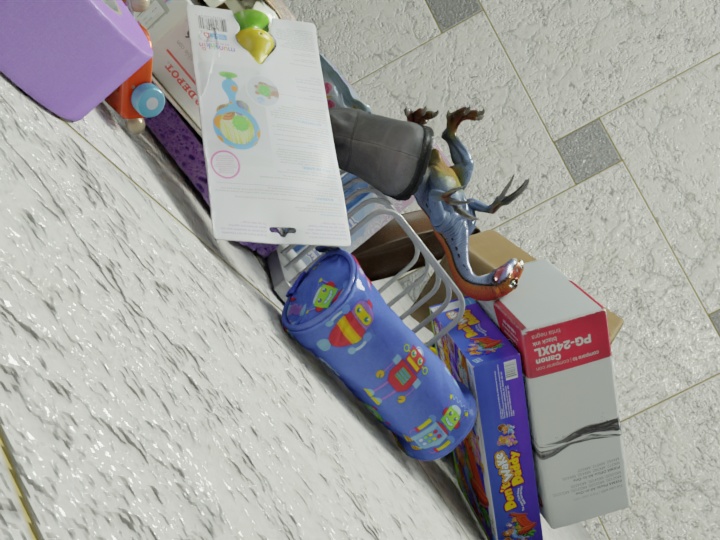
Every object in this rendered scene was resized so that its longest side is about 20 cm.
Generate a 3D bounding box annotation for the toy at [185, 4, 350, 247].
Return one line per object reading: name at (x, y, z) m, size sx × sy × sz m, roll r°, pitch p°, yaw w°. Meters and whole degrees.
toy at (-0.079, -0.108, 0.827) m, size 0.047 × 0.113 × 0.204 m, roll -37°, pitch -124°, yaw 55°

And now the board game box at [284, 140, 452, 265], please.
board game box at (0.002, -0.082, 1.202) m, size 0.044 × 0.199 × 0.199 m, roll 50°, pitch 3°, yaw -14°

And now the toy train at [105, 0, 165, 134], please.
toy train at (-0.206, -0.200, 0.787) m, size 0.055 × 0.152 × 0.200 m, roll -10°, pitch 38°, yaw -32°

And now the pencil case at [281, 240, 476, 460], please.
pencil case at (0.014, 0.070, 0.847) m, size 0.086 × 0.078 × 0.200 m, roll 20°, pitch -24°, yaw 54°

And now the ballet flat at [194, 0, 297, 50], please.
ballet flat at (-0.121, -0.244, 0.950) m, size 0.200 × 0.068 × 0.068 m, roll 43°, pitch 24°, yaw -32°

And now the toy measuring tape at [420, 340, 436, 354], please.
toy measuring tape at (0.035, 0.101, 1.111) m, size 0.198 × 0.074 × 0.074 m, roll 27°, pitch -10°, yaw 33°

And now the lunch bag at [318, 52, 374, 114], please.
lunch bag at (-0.076, -0.148, 1.143) m, size 0.127 × 0.169 × 0.200 m, roll 48°, pitch 7°, yaw 3°

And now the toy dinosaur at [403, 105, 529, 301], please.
toy dinosaur at (0.091, -0.059, 0.981) m, size 0.199 × 0.103 × 0.186 m, roll 162°, pitch -74°, yaw -64°

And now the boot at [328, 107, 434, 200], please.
boot at (-0.024, -0.118, 0.936) m, size 0.130 × 0.071 × 0.199 m, roll 17°, pitch 1°, yaw -24°

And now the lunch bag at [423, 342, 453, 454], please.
lunch bag at (0.144, 0.171, 1.204) m, size 0.199 × 0.128 × 0.171 m, roll 29°, pitch 19°, yaw -50°

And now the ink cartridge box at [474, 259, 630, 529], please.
ink cartridge box at (0.175, 0.112, 0.975) m, size 0.145 × 0.082 × 0.204 m, roll -126°, pitch -156°, yaw -68°

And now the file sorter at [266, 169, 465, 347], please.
file sorter at (0.000, 0.000, 0.989) m, size 0.139 × 0.124 × 0.200 m, roll 50°, pitch 3°, yaw -19°

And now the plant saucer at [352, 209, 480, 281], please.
plant saucer at (0.044, -0.031, 1.244) m, size 0.200 × 0.197 × 0.037 m, roll 35°, pitch 37°, yaw -77°

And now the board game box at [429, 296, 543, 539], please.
board game box at (0.116, 0.144, 0.974) m, size 0.135 × 0.044 × 0.204 m, roll -122°, pitch -160°, yaw -67°

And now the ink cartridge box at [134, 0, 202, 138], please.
ink cartridge box at (-0.142, -0.178, 0.915) m, size 0.117 × 0.067 × 0.200 m, roll 48°, pitch 4°, yaw -34°

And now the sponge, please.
sponge at (-0.145, -0.103, 0.926) m, size 0.201 × 0.030 × 0.112 m, roll 52°, pitch 3°, yaw 10°

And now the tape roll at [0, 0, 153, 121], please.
tape roll at (-0.213, -0.189, 0.631) m, size 0.201 × 0.065 × 0.200 m, roll 52°, pitch 4°, yaw -5°

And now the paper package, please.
paper package at (0.176, 0.053, 1.167) m, size 0.199 × 0.104 × 0.190 m, roll 36°, pitch 17°, yaw 14°
